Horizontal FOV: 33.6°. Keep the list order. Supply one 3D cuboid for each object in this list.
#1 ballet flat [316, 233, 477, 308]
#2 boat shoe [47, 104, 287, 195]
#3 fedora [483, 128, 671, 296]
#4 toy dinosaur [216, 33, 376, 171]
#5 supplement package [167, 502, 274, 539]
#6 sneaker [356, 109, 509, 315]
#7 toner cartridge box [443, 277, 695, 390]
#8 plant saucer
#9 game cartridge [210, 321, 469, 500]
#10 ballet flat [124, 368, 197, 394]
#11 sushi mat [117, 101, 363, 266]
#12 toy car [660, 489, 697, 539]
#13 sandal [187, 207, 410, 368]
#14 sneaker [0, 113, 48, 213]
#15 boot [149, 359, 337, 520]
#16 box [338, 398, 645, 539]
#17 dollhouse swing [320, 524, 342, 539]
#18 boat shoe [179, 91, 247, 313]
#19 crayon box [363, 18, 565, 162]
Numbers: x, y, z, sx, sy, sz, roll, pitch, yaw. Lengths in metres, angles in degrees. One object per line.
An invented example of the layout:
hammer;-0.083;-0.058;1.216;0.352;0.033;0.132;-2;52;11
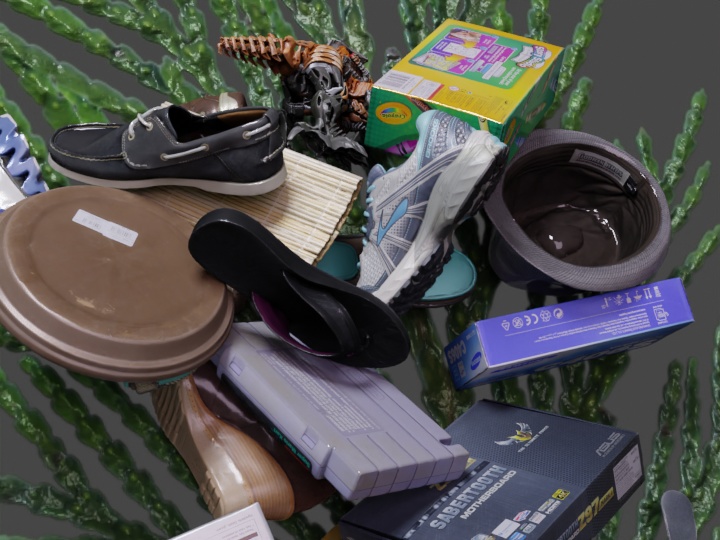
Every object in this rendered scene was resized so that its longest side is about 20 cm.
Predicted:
ballet flat;0.000;0.000;1.041;0.199;0.068;0.068;7;72;-12
boat shoe;-0.158;-0.107;0.963;0.199;0.068;0.072;3;40;10
fedora;0.180;-0.037;1.074;0.199;0.090;0.177;-26;67;-34
toy dinosaur;-0.042;-0.152;1.063;0.199;0.102;0.136;14;68;-17
supplement package;-0.133;0.259;0.852;0.155;0.200;0.111;-20;77;-19
sneaker;0.036;-0.040;0.972;0.086;0.078;0.200;39;106;17
toner cartridge box;0.182;0.057;1.052;0.199;0.095;0.043;-11;75;-16
plant saucer;-0.188;0.001;0.904;0.199;0.030;0.201;17;37;-14
game cartridge;-0.025;0.104;0.935;0.129;0.039;0.200;-5;34;-43
ballet flat;-0.171;0.016;0.966;0.075;0.068;0.200;-10;47;-16
sushi mat;-0.104;-0.071;0.992;0.199;0.012;0.096;23;70;17
toy car;0.301;0.280;0.986;0.163;0.158;0.201;13;58;2
sandal;-0.049;0.030;0.921;0.200;0.075;0.048;33;40;-20
sneaker;-0.296;-0.022;0.981;0.115;0.081;0.200;-28;74;-15
boot;-0.078;0.111;0.999;0.166;0.072;0.201;-11;61;-34
box;0.105;0.179;0.933;0.200;0.157;0.051;-32;118;-40
dollhouse swing;0.068;0.298;0.933;0.199;0.176;0.183;-14;101;-5
boat shoe;-0.134;-0.057;1.036;0.074;0.075;0.203;-2;66;1
crayon box;0.096;-0.156;1.055;0.118;0.059;0.200;18;34;16
